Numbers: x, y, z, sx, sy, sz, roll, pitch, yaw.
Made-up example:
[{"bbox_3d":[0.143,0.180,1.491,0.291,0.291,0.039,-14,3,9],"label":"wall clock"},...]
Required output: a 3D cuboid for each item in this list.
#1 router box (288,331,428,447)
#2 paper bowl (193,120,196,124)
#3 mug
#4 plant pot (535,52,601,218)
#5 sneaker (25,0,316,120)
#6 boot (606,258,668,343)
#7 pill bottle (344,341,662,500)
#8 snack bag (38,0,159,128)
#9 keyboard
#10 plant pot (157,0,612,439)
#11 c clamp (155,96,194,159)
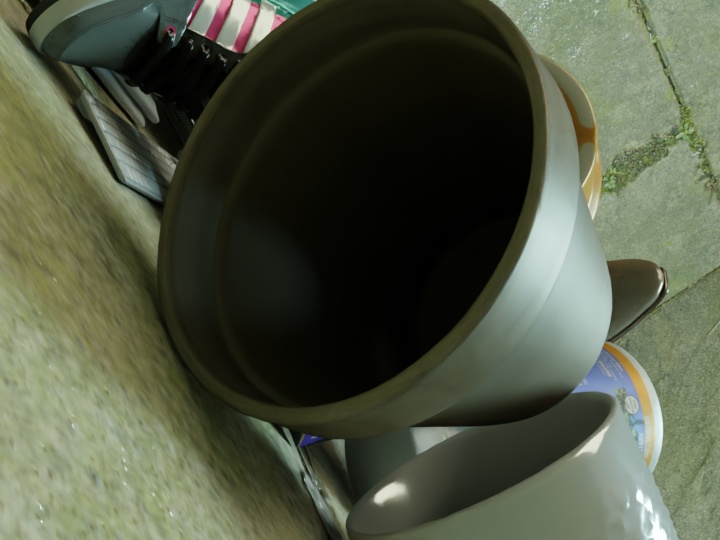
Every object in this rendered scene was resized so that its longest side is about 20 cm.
[{"bbox_3d":[0.000,0.000,0.709,0.201,0.156,0.053,61,-33,35],"label":"router box"},{"bbox_3d":[-0.064,-0.137,0.933,0.201,0.104,0.202,53,-24,35],"label":"paper bowl"},{"bbox_3d":[0.082,0.175,0.586,0.200,0.147,0.177,-20,-84,61],"label":"mug"},{"bbox_3d":[0.104,-0.086,0.904,0.201,0.199,0.183,57,-6,4],"label":"plant pot"},{"bbox_3d":[-0.084,-0.104,0.659,0.199,0.083,0.122,-14,76,-43],"label":"sneaker"},{"bbox_3d":[0.100,0.012,0.839,0.146,0.199,0.071,35,43,-32],"label":"boot"},{"bbox_3d":[0.093,0.109,0.760,0.112,0.198,0.114,10,-78,55],"label":"pill bottle"},{"bbox_3d":[-0.214,-0.212,0.774,0.201,0.021,0.189,59,2,32],"label":"snack bag"},{"bbox_3d":[-0.127,-0.061,0.712,0.057,0.011,0.200,58,2,8],"label":"keyboard"},{"bbox_3d":[0.033,-0.004,0.546,0.173,0.200,0.201,34,19,-49],"label":"plant pot"},{"bbox_3d":[-0.134,-0.107,0.911,0.201,0.027,0.171,58,-2,35],"label":"c clamp"}]
